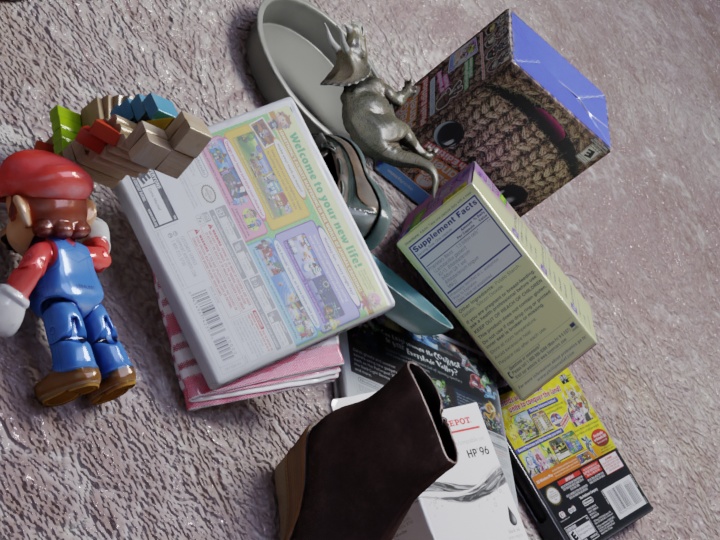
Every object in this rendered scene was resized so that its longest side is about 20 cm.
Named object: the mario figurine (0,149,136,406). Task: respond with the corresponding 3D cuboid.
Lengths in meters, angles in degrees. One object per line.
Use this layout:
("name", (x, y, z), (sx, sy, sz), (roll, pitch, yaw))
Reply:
("mario figurine", (-0.236, 0.006, 1.388), (0.124, 0.105, 0.202), (84, -9, -75))

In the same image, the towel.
("towel", (-0.104, 0.007, 1.516), (0.145, 0.030, 0.202), (-10, 77, -29))

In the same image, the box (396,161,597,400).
("box", (0.137, 0.007, 1.838), (0.201, 0.096, 0.176), (52, 10, -5))

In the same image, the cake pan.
("cake pan", (-0.044, -0.195, 1.898), (0.200, 0.037, 0.201), (37, 33, -29))

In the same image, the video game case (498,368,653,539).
("video game case", (0.204, 0.192, 1.860), (0.199, 0.025, 0.182), (-14, 71, -58))

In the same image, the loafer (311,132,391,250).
("loafer", (-0.032, -0.087, 1.719), (0.063, 0.072, 0.200), (24, 15, -31))

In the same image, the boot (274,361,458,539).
("boot", (0.009, 0.189, 1.429), (0.072, 0.166, 0.201), (21, 43, -44))

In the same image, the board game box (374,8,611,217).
("board game box", (0.139, -0.147, 1.947), (0.159, 0.200, 0.097), (37, 34, -26))

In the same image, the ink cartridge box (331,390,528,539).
("ink cartridge box", (0.063, 0.186, 1.575), (0.115, 0.068, 0.202), (-7, 70, -46))

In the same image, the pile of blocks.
("pile of blocks", (-0.201, -0.109, 1.431), (0.062, 0.199, 0.083), (21, 68, -43))

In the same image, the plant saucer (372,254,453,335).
("plant saucer", (0.000, 0.000, 1.687), (0.200, 0.028, 0.200), (38, 4, -3))

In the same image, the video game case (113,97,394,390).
("video game case", (-0.089, -0.026, 1.506), (0.181, 0.022, 0.201), (-23, 82, -30))

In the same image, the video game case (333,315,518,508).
("video game case", (0.055, 0.121, 1.700), (0.199, 0.023, 0.183), (25, 40, -30))

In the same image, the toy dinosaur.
("toy dinosaur", (0.016, -0.147, 1.843), (0.102, 0.077, 0.202), (3, 60, -40))
